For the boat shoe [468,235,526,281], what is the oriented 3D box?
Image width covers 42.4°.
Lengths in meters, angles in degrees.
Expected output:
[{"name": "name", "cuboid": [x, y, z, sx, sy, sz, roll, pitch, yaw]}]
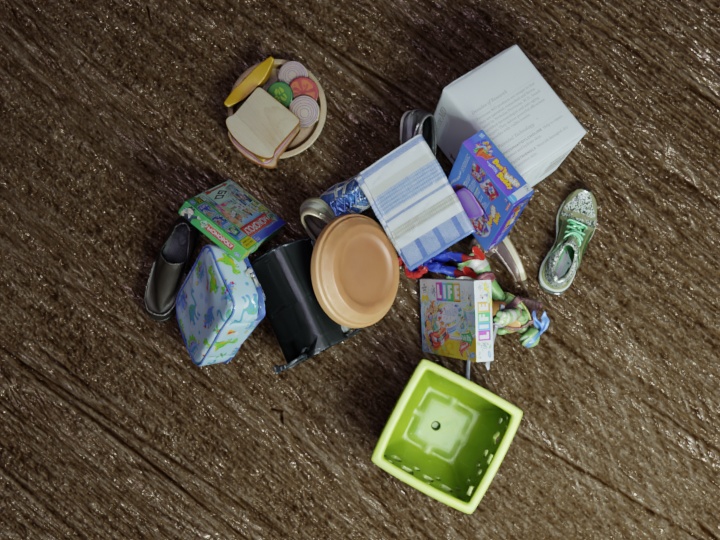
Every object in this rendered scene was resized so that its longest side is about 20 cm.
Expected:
[{"name": "boat shoe", "cuboid": [0.229, -0.057, 1.692, 0.072, 0.072, 0.201, -33, 84, 7]}]

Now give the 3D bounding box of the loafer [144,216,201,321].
[{"name": "loafer", "cuboid": [-0.351, -0.006, 1.690, 0.072, 0.071, 0.201, 15, 88, 1]}]

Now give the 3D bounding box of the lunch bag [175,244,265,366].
[{"name": "lunch bag", "cuboid": [-0.249, 0.057, 1.620, 0.082, 0.200, 0.161, -4, 55, -38]}]

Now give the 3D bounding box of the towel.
[{"name": "towel", "cuboid": [0.093, -0.118, 1.607, 0.146, 0.024, 0.201, -32, 82, 21]}]

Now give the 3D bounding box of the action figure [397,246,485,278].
[{"name": "action figure", "cuboid": [0.128, -0.017, 1.643, 0.052, 0.199, 0.066, 35, 69, -32]}]

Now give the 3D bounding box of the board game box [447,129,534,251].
[{"name": "board game box", "cuboid": [0.210, -0.131, 1.568, 0.045, 0.200, 0.135, -33, 77, -16]}]

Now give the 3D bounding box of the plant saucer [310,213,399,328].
[{"name": "plant saucer", "cuboid": [0.000, 0.000, 1.622, 0.199, 0.037, 0.202, 3, 85, -41]}]

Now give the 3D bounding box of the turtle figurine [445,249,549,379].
[{"name": "turtle figurine", "cuboid": [0.215, 0.078, 1.644, 0.199, 0.144, 0.195, -36, 78, 7]}]

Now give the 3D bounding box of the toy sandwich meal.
[{"name": "toy sandwich meal", "cuboid": [-0.160, -0.296, 1.701, 0.203, 0.070, 0.207, 0, 88, 1]}]

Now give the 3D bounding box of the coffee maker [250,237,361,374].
[{"name": "coffee maker", "cuboid": [-0.112, 0.054, 1.627, 0.134, 0.192, 0.201, -28, 86, 16]}]

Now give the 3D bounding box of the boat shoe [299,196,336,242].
[{"name": "boat shoe", "cuboid": [-0.038, -0.043, 1.665, 0.072, 0.065, 0.200, -34, 111, 19]}]

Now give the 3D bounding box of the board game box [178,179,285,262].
[{"name": "board game box", "cuboid": [-0.221, -0.092, 1.632, 0.134, 0.200, 0.029, 38, 112, 1]}]

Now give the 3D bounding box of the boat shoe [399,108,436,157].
[{"name": "boat shoe", "cuboid": [0.104, -0.185, 1.650, 0.067, 0.057, 0.202, -11, 106, -37]}]

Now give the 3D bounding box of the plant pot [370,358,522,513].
[{"name": "plant pot", "cuboid": [0.144, 0.278, 1.620, 0.199, 0.181, 0.200, 28, 89, 1]}]

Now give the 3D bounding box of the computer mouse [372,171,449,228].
[{"name": "computer mouse", "cuboid": [0.090, -0.113, 1.715, 0.200, 0.034, 0.059, -37, 103, -8]}]

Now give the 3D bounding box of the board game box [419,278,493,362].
[{"name": "board game box", "cuboid": [0.164, 0.082, 1.616, 0.034, 0.200, 0.136, -2, 91, -23]}]

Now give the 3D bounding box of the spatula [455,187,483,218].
[{"name": "spatula", "cuboid": [0.150, -0.098, 1.639, 0.021, 0.200, 0.057, -35, 95, -33]}]

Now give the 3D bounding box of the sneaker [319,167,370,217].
[{"name": "sneaker", "cuboid": [-0.013, -0.140, 1.691, 0.199, 0.077, 0.076, -36, 89, 0]}]

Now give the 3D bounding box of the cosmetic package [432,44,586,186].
[{"name": "cosmetic package", "cuboid": [0.249, -0.244, 1.622, 0.166, 0.167, 0.200, -34, 79, -15]}]

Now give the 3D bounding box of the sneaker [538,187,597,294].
[{"name": "sneaker", "cuboid": [0.385, -0.054, 1.677, 0.076, 0.089, 0.201, 18, 88, 1]}]
